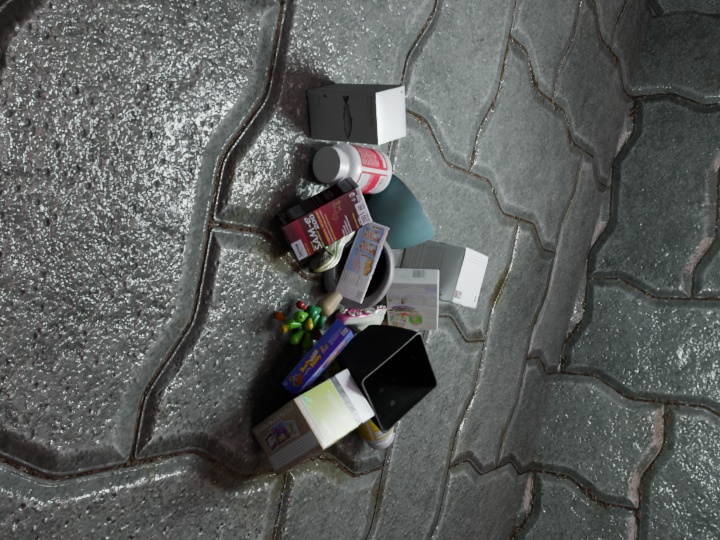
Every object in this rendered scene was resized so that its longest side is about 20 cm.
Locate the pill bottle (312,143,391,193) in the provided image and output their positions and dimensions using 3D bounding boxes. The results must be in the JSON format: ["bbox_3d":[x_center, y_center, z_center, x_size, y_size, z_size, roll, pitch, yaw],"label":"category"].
[{"bbox_3d":[-0.021,-0.247,1.612,0.200,0.112,0.113,-3,103,-54],"label":"pill bottle"}]

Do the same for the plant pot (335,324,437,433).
[{"bbox_3d":[0.050,0.255,1.706,0.200,0.177,0.200,-38,127,-23],"label":"plant pot"}]

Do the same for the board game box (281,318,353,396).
[{"bbox_3d":[-0.100,0.214,1.605,0.200,0.045,0.134,-49,171,-7],"label":"board game box"}]

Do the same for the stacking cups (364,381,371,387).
[{"bbox_3d":[0.047,0.276,1.878,0.200,0.060,0.061,-57,143,-50],"label":"stacking cups"}]

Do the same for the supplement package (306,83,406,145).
[{"bbox_3d":[-0.008,-0.360,1.516,0.117,0.200,0.117,-28,122,-47],"label":"supplement package"}]

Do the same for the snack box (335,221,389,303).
[{"bbox_3d":[0.004,-0.024,1.653,0.024,0.072,0.201,32,79,-81],"label":"snack box"}]

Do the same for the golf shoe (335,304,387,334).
[{"bbox_3d":[0.002,0.141,1.805,0.200,0.075,0.092,-5,108,-53],"label":"golf shoe"}]

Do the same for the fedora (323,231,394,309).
[{"bbox_3d":[0.000,0.000,1.711,0.090,0.176,0.201,37,66,-84],"label":"fedora"}]

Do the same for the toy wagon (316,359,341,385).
[{"bbox_3d":[-0.050,0.274,1.778,0.155,0.040,0.201,-18,119,-33],"label":"toy wagon"}]

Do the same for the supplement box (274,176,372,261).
[{"bbox_3d":[-0.084,-0.119,1.531,0.200,0.061,0.109,-29,130,-7],"label":"supplement box"}]

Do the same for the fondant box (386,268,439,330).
[{"bbox_3d":[0.148,0.083,1.867,0.200,0.144,0.058,85,11,-45],"label":"fondant box"}]

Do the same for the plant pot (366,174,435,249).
[{"bbox_3d":[0.084,-0.133,1.754,0.135,0.200,0.200,-36,135,-4],"label":"plant pot"}]

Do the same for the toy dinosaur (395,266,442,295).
[{"bbox_3d":[0.125,0.039,1.903,0.200,0.106,0.061,24,100,-19],"label":"toy dinosaur"}]

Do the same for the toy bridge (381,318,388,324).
[{"bbox_3d":[0.021,0.211,1.889,0.200,0.027,0.067,-37,129,-43],"label":"toy bridge"}]

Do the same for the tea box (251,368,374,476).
[{"bbox_3d":[-0.114,0.359,1.574,0.196,0.200,0.134,-21,75,-48],"label":"tea box"}]

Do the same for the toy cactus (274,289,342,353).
[{"bbox_3d":[-0.116,0.110,1.596,0.165,0.102,0.200,-46,152,-11],"label":"toy cactus"}]

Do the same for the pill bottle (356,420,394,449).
[{"bbox_3d":[0.033,0.419,1.900,0.112,0.112,0.200,-49,137,-34],"label":"pill bottle"}]

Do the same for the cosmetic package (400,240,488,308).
[{"bbox_3d":[0.246,0.006,1.987,0.165,0.200,0.166,15,88,-55],"label":"cosmetic package"}]

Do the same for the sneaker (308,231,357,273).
[{"bbox_3d":[-0.083,-0.079,1.630,0.089,0.077,0.200,53,52,-32],"label":"sneaker"}]
